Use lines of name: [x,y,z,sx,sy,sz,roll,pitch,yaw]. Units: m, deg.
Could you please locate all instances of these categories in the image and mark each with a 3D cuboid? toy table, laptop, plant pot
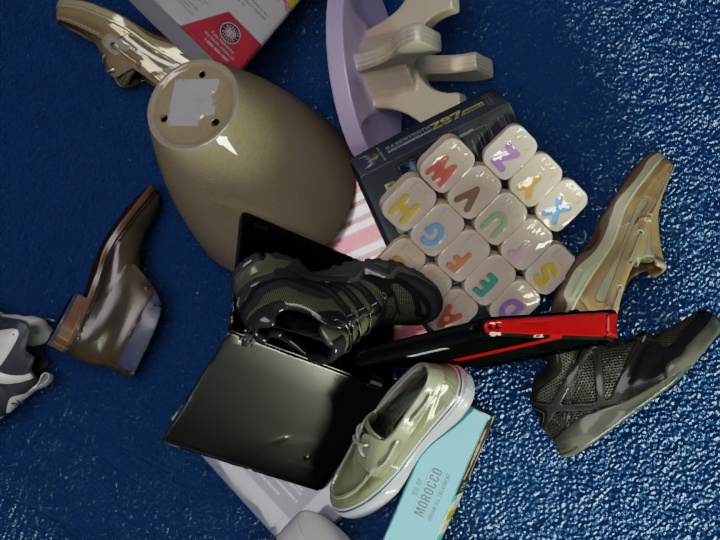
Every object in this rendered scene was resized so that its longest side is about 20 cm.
toy table: [0.045,-0.208,1.346,0.116,0.184,0.202,-8,94,27]
laptop: [-0.074,0.082,1.320,0.116,0.186,0.202,-31,47,45]
plant pot: [-0.124,-0.118,1.329,0.186,0.200,0.189,-7,68,17]

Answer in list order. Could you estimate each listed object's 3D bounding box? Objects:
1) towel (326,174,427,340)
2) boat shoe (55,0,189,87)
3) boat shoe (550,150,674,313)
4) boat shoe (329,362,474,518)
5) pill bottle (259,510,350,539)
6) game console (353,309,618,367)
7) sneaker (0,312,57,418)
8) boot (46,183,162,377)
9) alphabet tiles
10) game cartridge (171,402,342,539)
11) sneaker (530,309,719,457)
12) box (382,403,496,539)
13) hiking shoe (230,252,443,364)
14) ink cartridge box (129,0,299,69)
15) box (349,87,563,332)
towel: [0.000,0.000,1.401,0.145,0.030,0.201,-22,82,9]
boat shoe: [-0.246,-0.229,1.455,0.199,0.072,0.065,26,88,8]
boat shoe: [0.261,-0.020,1.312,0.076,0.072,0.201,28,77,17]
boat shoe: [0.025,0.156,1.296,0.200,0.062,0.072,-51,36,21]
pill bottle: [-0.092,0.333,1.320,0.120,0.120,0.200,45,104,13]
game console: [0.116,0.062,1.239,0.199,0.176,0.031,-19,72,53]
sneaker: [-0.391,0.053,1.452,0.129,0.080,0.200,-23,75,3]
boot: [-0.241,0.013,1.441,0.097,0.075,0.201,31,79,-13]
alphabet tiles: [0.113,-0.033,1.280,0.196,0.015,0.200,-44,118,8]
game cartridge: [-0.083,0.177,1.394,0.133,0.042,0.200,-44,77,0]
sneaker: [0.245,0.080,1.313,0.199,0.076,0.115,-37,84,11]
box: [0.069,0.223,1.332,0.049,0.082,0.201,23,89,12]
hiking shoe: [-0.018,0.045,1.228,0.198,0.076,0.101,3,52,-16]
ink cartridge box: [-0.129,-0.315,1.380,0.148,0.085,0.200,44,76,-22]
box: [0.098,-0.051,1.305,0.157,0.051,0.201,-27,118,-3]
